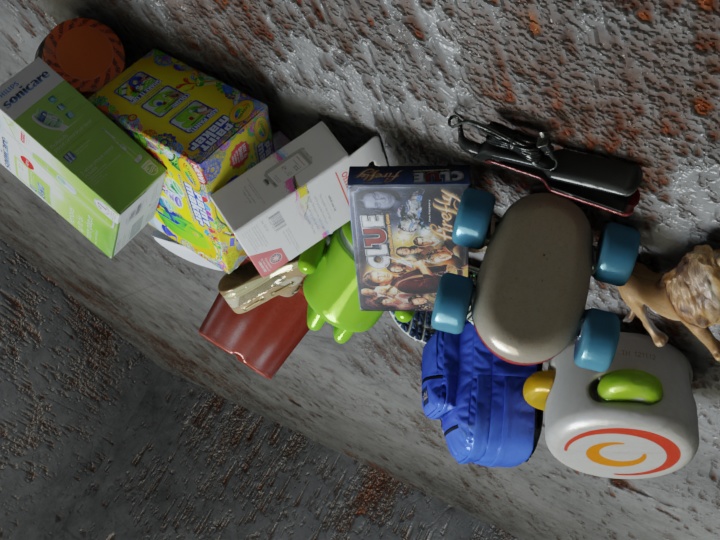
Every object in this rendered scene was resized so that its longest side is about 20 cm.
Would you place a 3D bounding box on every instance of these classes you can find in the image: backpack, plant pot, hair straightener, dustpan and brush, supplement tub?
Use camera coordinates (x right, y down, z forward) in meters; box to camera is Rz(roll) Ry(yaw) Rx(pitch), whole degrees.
[{"bbox_3d":[0.171,0.178,1.194,0.166,0.202,0.163,0,161,-1],"label":"backpack"},{"bbox_3d":[-0.161,0.065,1.417,0.200,0.196,0.201,31,170,6],"label":"plant pot"},{"bbox_3d":[0.169,-0.115,0.787,0.199,0.041,0.077,27,161,22],"label":"hair straightener"},{"bbox_3d":[-0.237,-0.034,1.323,0.139,0.058,0.200,16,167,4],"label":"dustpan and brush"},{"bbox_3d":[-0.365,-0.243,1.102,0.122,0.123,0.200,34,161,-11],"label":"supplement tub"}]

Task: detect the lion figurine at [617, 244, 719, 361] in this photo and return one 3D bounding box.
[{"bbox_3d":[0.317,0.024,0.861,0.123,0.073,0.200,46,161,-20],"label":"lion figurine"}]

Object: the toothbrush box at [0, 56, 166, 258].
[{"bbox_3d":[-0.342,-0.130,1.006,0.200,0.086,0.146,43,152,-2],"label":"toothbrush box"}]

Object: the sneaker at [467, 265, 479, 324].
[{"bbox_3d":[0.139,0.027,1.112,0.085,0.078,0.199,41,159,-27],"label":"sneaker"}]

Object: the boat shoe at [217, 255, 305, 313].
[{"bbox_3d":[-0.121,0.004,1.303,0.071,0.199,0.065,-100,-16,-56],"label":"boat shoe"}]

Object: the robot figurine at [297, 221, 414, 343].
[{"bbox_3d":[0.000,0.000,1.110,0.175,0.116,0.200,28,118,-14],"label":"robot figurine"}]

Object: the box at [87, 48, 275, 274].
[{"bbox_3d":[-0.211,-0.137,1.056,0.192,0.122,0.201,29,149,24],"label":"box"}]

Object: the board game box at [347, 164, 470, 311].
[{"bbox_3d":[0.059,-0.032,0.971,0.134,0.035,0.201,0,134,7],"label":"board game box"}]

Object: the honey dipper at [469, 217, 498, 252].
[{"bbox_3d":[0.117,-0.033,1.060,0.038,0.038,0.200,35,163,-14],"label":"honey dipper"}]

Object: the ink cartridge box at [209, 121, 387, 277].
[{"bbox_3d":[-0.065,-0.094,0.997,0.068,0.199,0.117,53,173,29],"label":"ink cartridge box"}]

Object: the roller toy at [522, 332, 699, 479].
[{"bbox_3d":[0.325,0.168,1.056,0.182,0.141,0.200,29,141,-24],"label":"roller toy"}]

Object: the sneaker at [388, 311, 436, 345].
[{"bbox_3d":[0.102,0.088,1.326,0.200,0.077,0.085,39,163,-22],"label":"sneaker"}]

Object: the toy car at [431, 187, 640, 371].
[{"bbox_3d":[0.185,0.021,0.921,0.183,0.178,0.200,14,171,9],"label":"toy car"}]

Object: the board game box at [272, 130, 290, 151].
[{"bbox_3d":[-0.114,-0.112,1.185,0.199,0.041,0.199,6,149,49],"label":"board game box"}]
